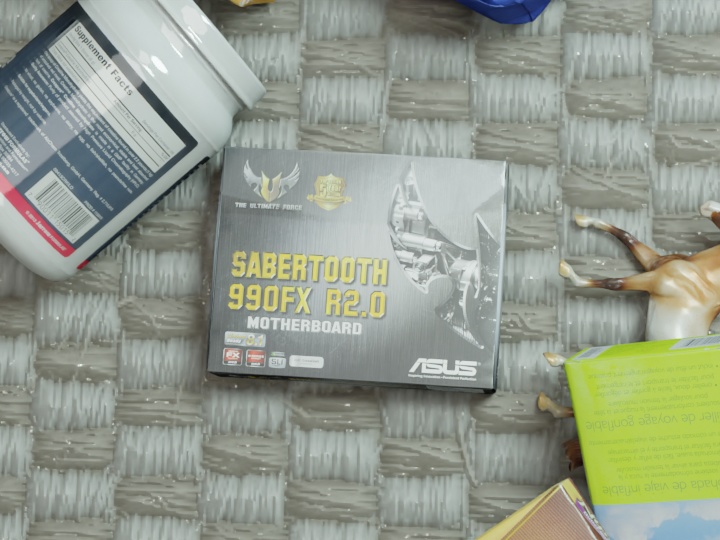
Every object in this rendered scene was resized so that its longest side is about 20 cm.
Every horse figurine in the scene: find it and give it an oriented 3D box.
[{"bbox_3d":[0.193,0.044,1.283,0.132,0.050,0.201,11,83,13],"label":"horse figurine"}]

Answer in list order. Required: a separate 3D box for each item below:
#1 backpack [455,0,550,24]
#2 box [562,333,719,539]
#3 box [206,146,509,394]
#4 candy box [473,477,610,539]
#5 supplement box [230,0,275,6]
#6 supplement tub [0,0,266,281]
[{"bbox_3d":[0.077,-0.277,1.282,0.200,0.163,0.168,39,92,9],"label":"backpack"},{"bbox_3d":[0.207,0.145,1.209,0.122,0.048,0.201,-8,98,30],"label":"box"},{"bbox_3d":[0.000,0.000,1.311,0.199,0.048,0.159,4,84,7],"label":"box"},{"bbox_3d":[0.081,0.234,1.205,0.200,0.056,0.117,-36,81,8],"label":"candy box"},{"bbox_3d":[-0.142,-0.258,1.343,0.200,0.069,0.067,30,105,13],"label":"supplement box"},{"bbox_3d":[-0.178,-0.103,1.299,0.200,0.140,0.140,-40,80,0],"label":"supplement tub"}]
